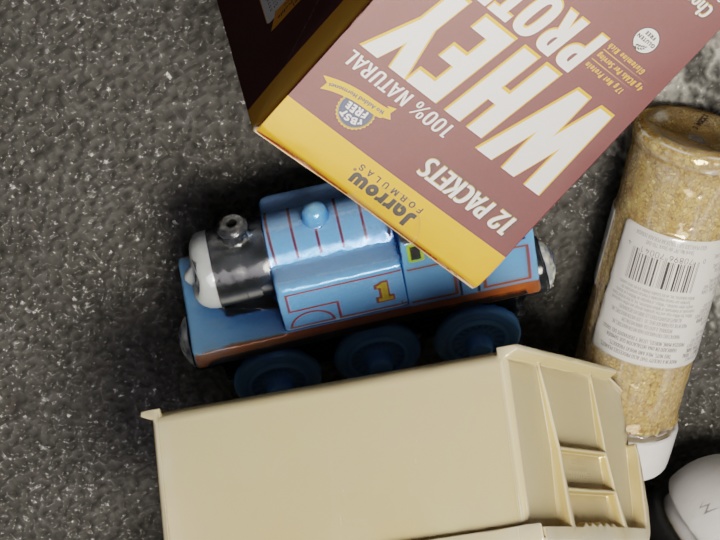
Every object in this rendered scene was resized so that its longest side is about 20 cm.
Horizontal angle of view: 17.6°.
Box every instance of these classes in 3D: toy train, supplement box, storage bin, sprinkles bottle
[{"bbox_3d":[0.000,0.000,1.191,0.199,0.087,0.114,-12,137,0],"label":"toy train"},{"bbox_3d":[0.050,-0.140,1.069,0.133,0.200,0.197,35,107,-25],"label":"supplement box"},{"bbox_3d":[0.022,0.106,1.173,0.199,0.198,0.094,-12,79,21],"label":"storage bin"},{"bbox_3d":[0.156,0.014,1.249,0.068,0.068,0.200,6,117,-13],"label":"sprinkles bottle"}]

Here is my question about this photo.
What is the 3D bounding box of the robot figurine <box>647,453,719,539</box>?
[{"bbox_3d":[0.185,0.197,1.321,0.125,0.150,0.200,37,107,-12],"label":"robot figurine"}]
